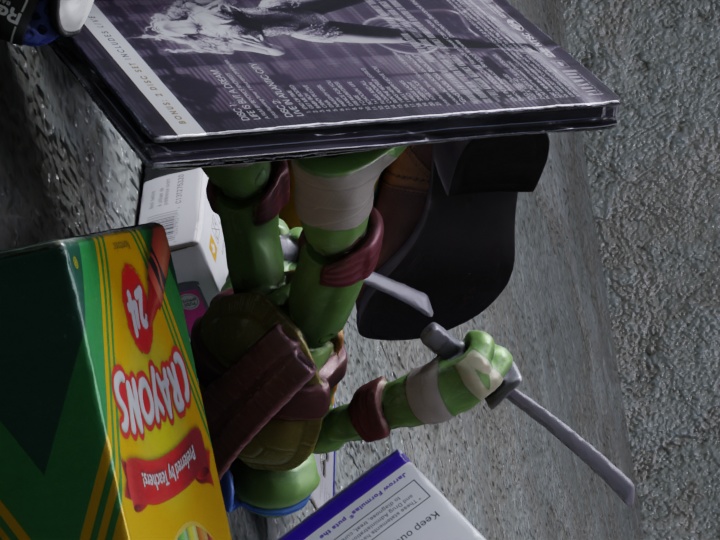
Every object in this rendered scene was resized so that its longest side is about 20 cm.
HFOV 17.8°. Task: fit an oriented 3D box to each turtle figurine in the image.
[{"bbox_3d":[0.000,0.000,0.934,0.144,0.198,0.195,-107,-170,-50],"label":"turtle figurine"}]

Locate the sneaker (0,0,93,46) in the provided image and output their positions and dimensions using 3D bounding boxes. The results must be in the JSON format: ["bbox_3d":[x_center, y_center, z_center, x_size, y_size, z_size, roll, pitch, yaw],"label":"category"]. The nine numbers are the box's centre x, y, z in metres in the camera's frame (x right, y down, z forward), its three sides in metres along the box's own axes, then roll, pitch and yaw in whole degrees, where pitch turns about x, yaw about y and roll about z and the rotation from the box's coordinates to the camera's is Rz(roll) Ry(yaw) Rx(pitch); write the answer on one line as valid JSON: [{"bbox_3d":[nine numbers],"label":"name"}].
[{"bbox_3d":[-0.100,-0.141,0.767,0.199,0.080,0.116,129,-23,-65],"label":"sneaker"}]

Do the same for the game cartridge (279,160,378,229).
[{"bbox_3d":[-0.015,-0.080,1.144,0.201,0.032,0.177,113,-19,-49],"label":"game cartridge"}]

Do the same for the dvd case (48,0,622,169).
[{"bbox_3d":[-0.021,-0.087,0.869,0.149,0.199,0.016,48,-46,44],"label":"dvd case"}]

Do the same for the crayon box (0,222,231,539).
[{"bbox_3d":[-0.086,0.088,0.808,0.127,0.050,0.202,-24,103,-79],"label":"crayon box"}]

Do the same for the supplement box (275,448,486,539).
[{"bbox_3d":[0.046,0.191,0.995,0.200,0.103,0.102,42,-19,40],"label":"supplement box"}]

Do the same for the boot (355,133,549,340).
[{"bbox_3d":[0.023,-0.089,1.107,0.189,0.068,0.201,104,-22,-51],"label":"boot"}]

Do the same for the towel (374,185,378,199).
[{"bbox_3d":[0.016,-0.102,1.210,0.147,0.022,0.201,62,-37,40],"label":"towel"}]

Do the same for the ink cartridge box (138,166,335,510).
[{"bbox_3d":[-0.054,0.030,1.071,0.095,0.037,0.201,-89,161,-48],"label":"ink cartridge box"}]
